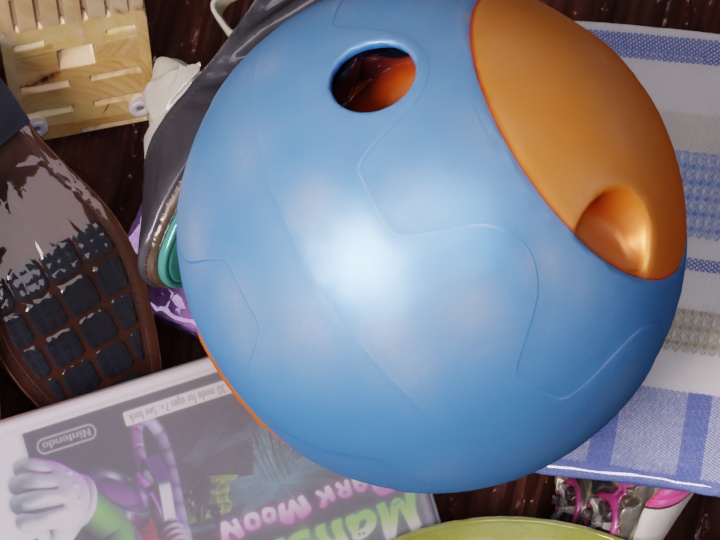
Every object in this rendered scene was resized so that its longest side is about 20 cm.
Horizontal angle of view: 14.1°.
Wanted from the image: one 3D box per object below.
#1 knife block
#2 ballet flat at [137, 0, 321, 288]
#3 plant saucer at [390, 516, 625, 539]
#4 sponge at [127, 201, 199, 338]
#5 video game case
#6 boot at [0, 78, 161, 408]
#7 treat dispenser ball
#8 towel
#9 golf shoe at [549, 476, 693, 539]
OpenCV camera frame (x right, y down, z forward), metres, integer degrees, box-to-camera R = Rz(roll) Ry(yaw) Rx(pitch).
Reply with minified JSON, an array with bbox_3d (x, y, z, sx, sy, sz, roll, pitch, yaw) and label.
[{"bbox_3d":[-0.137,-0.179,1.236,0.064,0.200,0.176,-10,53,-6],"label":"knife block"},{"bbox_3d":[-0.046,-0.084,1.232,0.073,0.073,0.200,36,82,-3],"label":"ballet flat"},{"bbox_3d":[0.066,0.181,1.164,0.199,0.031,0.200,3,43,-3],"label":"plant saucer"},{"bbox_3d":[0.000,0.000,1.270,0.199,0.030,0.112,24,82,-4],"label":"sponge"},{"bbox_3d":[-0.054,0.128,1.197,0.199,0.023,0.183,-17,92,-28],"label":"video game case"},{"bbox_3d":[-0.149,-0.019,1.237,0.075,0.097,0.201,-31,111,-11],"label":"boot"},{"bbox_3d":[0.028,-0.014,1.136,0.200,0.201,0.202,1,85,-7],"label":"treat dispenser ball"},{"bbox_3d":[0.106,-0.009,1.230,0.146,0.024,0.201,6,79,20],"label":"towel"},{"bbox_3d":[0.155,0.051,1.263,0.092,0.073,0.201,28,88,-27],"label":"golf shoe"}]
